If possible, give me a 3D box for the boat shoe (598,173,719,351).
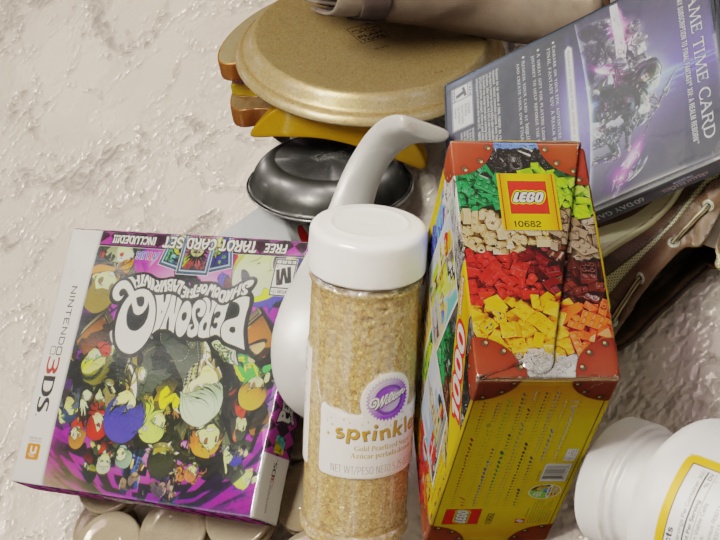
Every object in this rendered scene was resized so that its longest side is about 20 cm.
[{"bbox_3d":[0.207,-0.026,1.061,0.202,0.075,0.075,-41,60,20],"label":"boat shoe"}]

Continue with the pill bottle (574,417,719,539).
[{"bbox_3d":[0.210,0.139,0.932,0.200,0.104,0.104,19,78,42],"label":"pill bottle"}]

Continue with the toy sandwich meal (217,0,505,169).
[{"bbox_3d":[-0.001,-0.135,1.253,0.205,0.070,0.205,0,37,0],"label":"toy sandwich meal"}]

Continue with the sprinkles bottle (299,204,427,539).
[{"bbox_3d":[0.000,0.064,1.063,0.068,0.068,0.200,27,123,43],"label":"sprinkles bottle"}]

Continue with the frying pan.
[{"bbox_3d":[-0.020,-0.083,1.266,0.115,0.031,0.190,0,30,1],"label":"frying pan"}]

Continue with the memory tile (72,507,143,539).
[{"bbox_3d":[-0.175,0.259,1.213,0.153,0.017,0.200,17,76,41],"label":"memory tile"}]

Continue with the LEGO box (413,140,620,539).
[{"bbox_3d":[0.079,0.045,1.021,0.077,0.200,0.149,0,57,-7],"label":"LEGO box"}]

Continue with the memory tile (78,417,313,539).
[{"bbox_3d":[-0.098,0.166,1.179,0.200,0.017,0.153,-16,54,19],"label":"memory tile"}]

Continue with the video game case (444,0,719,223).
[{"bbox_3d":[0.134,-0.090,1.085,0.200,0.019,0.143,-23,52,33],"label":"video game case"}]

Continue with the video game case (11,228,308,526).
[{"bbox_3d":[-0.125,0.065,1.193,0.200,0.036,0.182,4,76,31],"label":"video game case"}]

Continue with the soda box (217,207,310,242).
[{"bbox_3d":[-0.110,0.038,1.259,0.200,0.063,0.068,-34,50,17],"label":"soda box"}]

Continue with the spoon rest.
[{"bbox_3d":[0.000,0.000,1.148,0.061,0.099,0.200,16,89,55],"label":"spoon rest"}]

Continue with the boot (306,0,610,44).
[{"bbox_3d":[0.045,-0.182,1.178,0.200,0.146,0.070,20,111,55],"label":"boot"}]
